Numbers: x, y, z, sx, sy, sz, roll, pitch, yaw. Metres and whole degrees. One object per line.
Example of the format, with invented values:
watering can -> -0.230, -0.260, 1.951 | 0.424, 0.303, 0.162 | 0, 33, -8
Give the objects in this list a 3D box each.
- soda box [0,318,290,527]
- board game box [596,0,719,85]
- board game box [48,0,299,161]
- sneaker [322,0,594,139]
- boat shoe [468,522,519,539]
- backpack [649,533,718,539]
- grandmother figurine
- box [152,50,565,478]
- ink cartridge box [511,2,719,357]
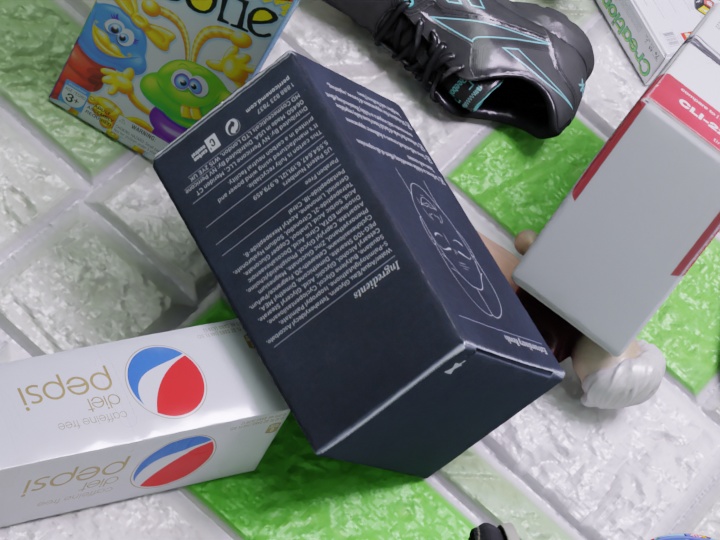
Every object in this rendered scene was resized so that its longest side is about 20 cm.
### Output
soda box -> -0.140, 0.082, 1.495 | 0.199, 0.068, 0.064 | -11, 61, -33
board game box -> 0.203, -0.222, 1.924 | 0.126, 0.035, 0.201 | -11, 62, -32
board game box -> -0.088, -0.165, 1.620 | 0.103, 0.200, 0.105 | 30, 47, -3
sneaker -> 0.055, -0.149, 1.767 | 0.199, 0.075, 0.080 | 23, 51, -10
boat shoe -> 0.050, 0.210, 1.496 | 0.067, 0.072, 0.201 | 12, 47, 2
backpack -> 0.188, 0.219, 1.496 | 0.199, 0.134, 0.183 | 27, 48, -21
grandmother figurine -> 0.091, 0.018, 1.672 | 0.199, 0.061, 0.122 | 33, 56, 3
box -> 0.000, 0.000, 1.562 | 0.201, 0.107, 0.148 | 59, 16, 22
ink cartridge box -> 0.184, -0.058, 1.680 | 0.084, 0.145, 0.200 | 37, 29, 2
